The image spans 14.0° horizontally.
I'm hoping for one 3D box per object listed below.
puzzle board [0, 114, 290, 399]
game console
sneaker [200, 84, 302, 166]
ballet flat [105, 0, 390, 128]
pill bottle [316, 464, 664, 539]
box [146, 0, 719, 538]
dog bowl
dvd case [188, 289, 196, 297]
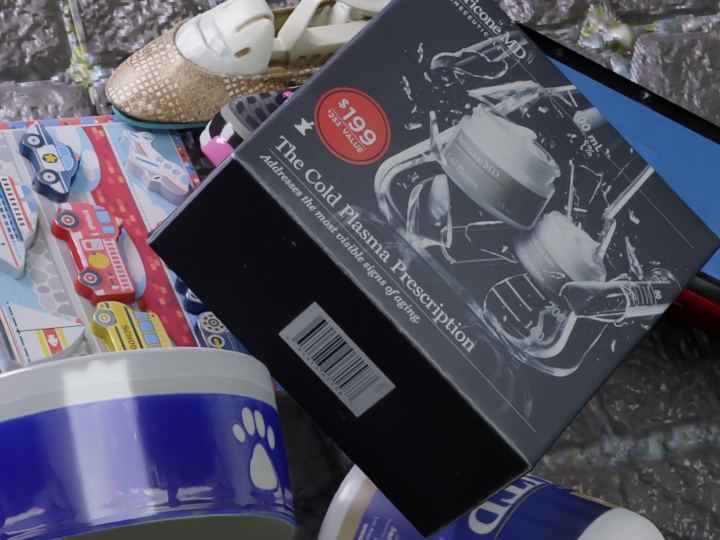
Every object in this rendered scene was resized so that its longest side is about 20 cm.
[{"bbox_3d":[-0.134,-0.007,1.468,0.150,0.017,0.201,-5,48,-27],"label":"puzzle board"},{"bbox_3d":[0.160,-0.048,1.614,0.199,0.172,0.119,25,87,-13],"label":"game console"},{"bbox_3d":[-0.003,-0.084,1.515,0.074,0.088,0.199,50,31,21],"label":"sneaker"},{"bbox_3d":[-0.044,-0.124,1.571,0.199,0.066,0.071,-14,48,-32],"label":"ballet flat"},{"bbox_3d":[0.086,0.164,1.429,0.199,0.120,0.120,18,54,28],"label":"pill bottle"},{"bbox_3d":[0.037,-0.014,1.397,0.200,0.104,0.182,46,52,-3],"label":"box"},{"bbox_3d":[-0.132,0.104,1.360,0.199,0.200,0.079,-5,72,-27],"label":"dog bowl"},{"bbox_3d":[0.000,0.000,1.512,0.146,0.022,0.200,35,29,-5],"label":"dvd case"}]
